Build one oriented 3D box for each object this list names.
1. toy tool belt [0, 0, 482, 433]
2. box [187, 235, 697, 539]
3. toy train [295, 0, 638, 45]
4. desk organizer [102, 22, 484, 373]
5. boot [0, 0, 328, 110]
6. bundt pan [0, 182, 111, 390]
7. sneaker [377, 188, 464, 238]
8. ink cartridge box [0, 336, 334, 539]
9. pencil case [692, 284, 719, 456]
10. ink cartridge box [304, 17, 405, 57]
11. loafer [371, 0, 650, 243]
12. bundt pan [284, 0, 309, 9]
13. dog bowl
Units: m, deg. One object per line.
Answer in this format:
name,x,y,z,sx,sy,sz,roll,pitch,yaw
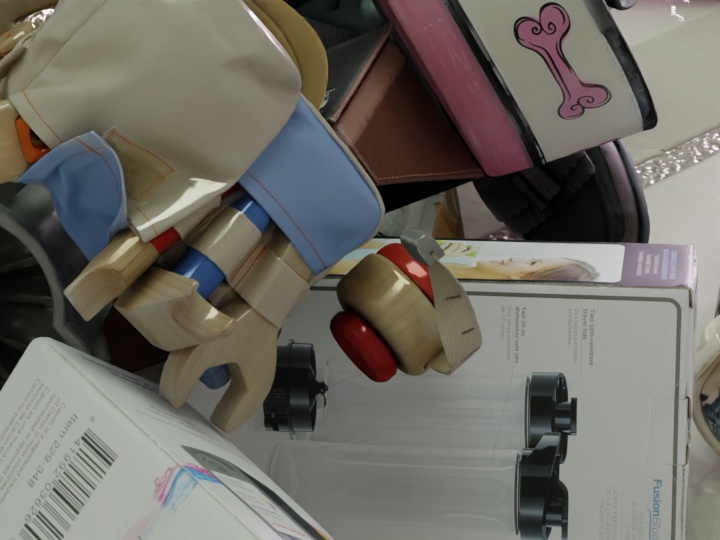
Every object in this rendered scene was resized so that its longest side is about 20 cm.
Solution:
toy tool belt,-0.061,-0.010,1.033,0.123,0.200,0.125,-43,24,-9
box,0.030,0.050,1.135,0.200,0.117,0.060,1,17,8
toy train,0.039,-0.153,1.431,0.200,0.085,0.114,21,48,30
desk organizer,-0.055,-0.023,1.209,0.200,0.077,0.072,-20,26,35
boot,-0.105,-0.078,1.172,0.200,0.155,0.073,10,77,6
bundt pan,-0.182,0.015,1.125,0.202,0.202,0.076,8,27,16
sneaker,0.000,0.000,1.262,0.088,0.076,0.200,-9,25,10
ink cartridge box,-0.071,0.136,0.970,0.086,0.148,0.200,28,8,-45
pencil case,0.185,0.004,1.235,0.089,0.078,0.200,26,34,-3
ink cartridge box,-0.046,-0.102,1.460,0.200,0.041,0.200,-6,33,-8
loafer,0.055,-0.078,1.318,0.063,0.072,0.200,-4,58,-53
bundt pan,-0.082,-0.147,1.340,0.202,0.202,0.076,-22,76,-28
dog bowl,0.041,-0.127,1.206,0.074,0.200,0.200,-32,35,2
